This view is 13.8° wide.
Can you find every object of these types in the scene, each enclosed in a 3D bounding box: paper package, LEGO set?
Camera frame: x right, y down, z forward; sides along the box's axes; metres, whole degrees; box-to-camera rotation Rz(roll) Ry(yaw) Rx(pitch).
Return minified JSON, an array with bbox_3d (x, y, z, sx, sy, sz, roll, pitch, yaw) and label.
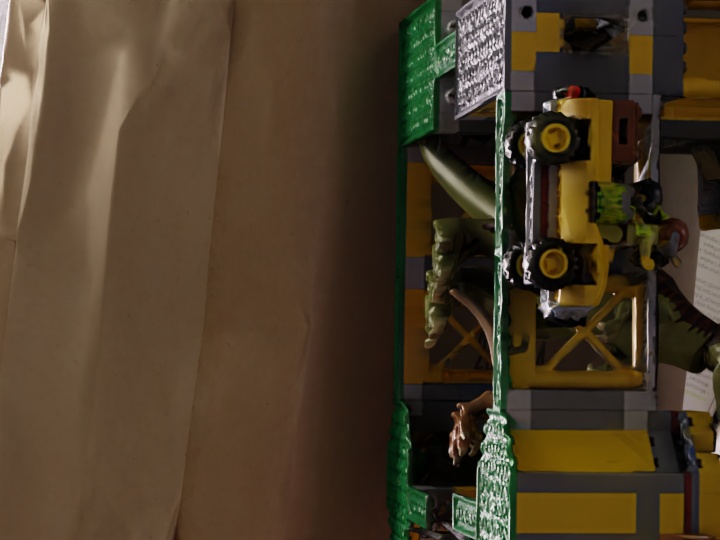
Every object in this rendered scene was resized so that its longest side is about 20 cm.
[{"bbox_3d":[0.000,0.000,0.765,0.200,0.103,0.191,1,-84,-57],"label":"paper package"},{"bbox_3d":[0.073,0.002,0.609,0.200,0.115,0.154,126,145,-78],"label":"LEGO set"}]

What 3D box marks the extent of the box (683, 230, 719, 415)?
[{"bbox_3d":[0.129,-0.033,0.984,0.144,0.036,0.200,7,-72,-87],"label":"box"}]
